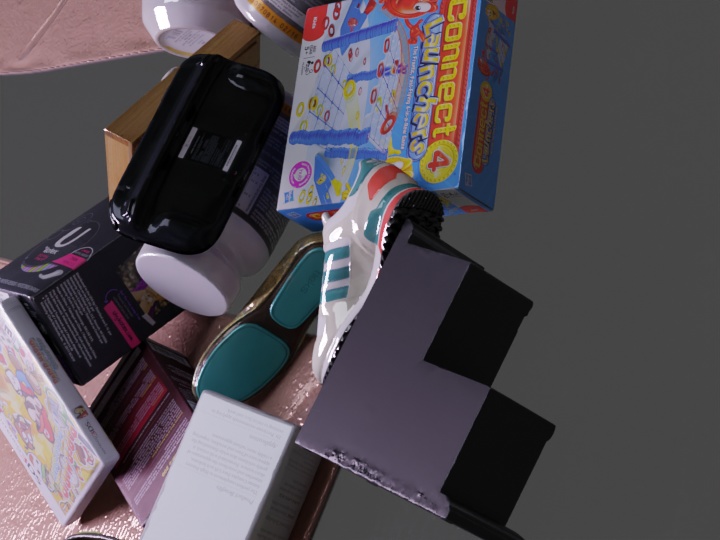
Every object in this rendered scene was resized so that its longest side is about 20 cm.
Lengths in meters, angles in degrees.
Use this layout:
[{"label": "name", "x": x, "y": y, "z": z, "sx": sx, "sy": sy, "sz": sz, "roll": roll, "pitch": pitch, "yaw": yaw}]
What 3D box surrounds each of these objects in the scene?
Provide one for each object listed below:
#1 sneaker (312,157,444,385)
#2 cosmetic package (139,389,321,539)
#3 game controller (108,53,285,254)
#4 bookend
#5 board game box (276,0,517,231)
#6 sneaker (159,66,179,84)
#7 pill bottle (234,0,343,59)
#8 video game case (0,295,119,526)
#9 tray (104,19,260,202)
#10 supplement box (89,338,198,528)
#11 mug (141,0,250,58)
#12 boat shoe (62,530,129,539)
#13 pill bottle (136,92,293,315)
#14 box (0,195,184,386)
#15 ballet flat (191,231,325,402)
[{"label": "sneaker", "x": 0.000, "y": 0.000, "z": 1.448, "sx": 0.093, "sy": 0.070, "sz": 0.200, "roll": 47, "pitch": 126, "yaw": 42}, {"label": "cosmetic package", "x": -0.117, "y": 0.213, "z": 1.460, "sx": 0.101, "sy": 0.074, "sz": 0.201, "roll": 19, "pitch": 82, "yaw": 28}, {"label": "game controller", "x": -0.143, "y": -0.105, "z": 1.542, "sx": 0.042, "sy": 0.104, "sz": 0.201, "roll": 100, "pitch": -167, "yaw": -63}, {"label": "bookend", "x": 0.076, "y": 0.084, "z": 1.312, "sx": 0.198, "sy": 0.092, "sz": 0.201, "roll": 17, "pitch": 79, "yaw": 54}, {"label": "board game box", "x": 0.031, "y": -0.144, "z": 1.509, "sx": 0.195, "sy": 0.056, "sz": 0.201, "roll": -6, "pitch": 68, "yaw": 37}, {"label": "sneaker", "x": -0.152, "y": -0.151, "z": 1.800, "sx": 0.084, "sy": 0.075, "sz": 0.201, "roll": -36, "pitch": 47, "yaw": 21}, {"label": "pill bottle", "x": -0.025, "y": -0.312, "z": 1.702, "sx": 0.200, "sy": 0.116, "sz": 0.117, "roll": -49, "pitch": 36, "yaw": 17}, {"label": "video game case", "x": -0.307, "y": 0.139, "z": 1.666, "sx": 0.182, "sy": 0.023, "sz": 0.200, "roll": 55, "pitch": 149, "yaw": 10}, {"label": "tray", "x": -0.167, "y": -0.146, "z": 1.670, "sx": 0.037, "sy": 0.099, "sz": 0.200, "roll": 28, "pitch": 51, "yaw": 21}, {"label": "supplement box", "x": -0.184, "y": 0.154, "z": 1.625, "sx": 0.109, "sy": 0.061, "sz": 0.200, "roll": -56, "pitch": 34, "yaw": 8}, {"label": "mug", "x": -0.167, "y": -0.309, "z": 1.899, "sx": 0.149, "sy": 0.187, "sz": 0.154, "roll": 0, "pitch": 71, "yaw": 16}, {"label": "boat shoe", "x": -0.210, "y": 0.281, "z": 1.568, "sx": 0.201, "sy": 0.060, "sz": 0.072, "roll": 5, "pitch": 70, "yaw": 53}, {"label": "pill bottle", "x": -0.120, "y": -0.066, "z": 1.607, "sx": 0.116, "sy": 0.116, "sz": 0.201, "roll": -8, "pitch": 47, "yaw": 50}, {"label": "box", "x": -0.243, "y": 0.007, "z": 1.690, "sx": 0.200, "sy": 0.106, "sz": 0.122, "roll": -37, "pitch": 26, "yaw": -27}, {"label": "ballet flat", "x": -0.078, "y": 0.044, "z": 1.574, "sx": 0.200, "sy": 0.071, "sz": 0.071, "roll": -50, "pitch": 36, "yaw": 16}]
